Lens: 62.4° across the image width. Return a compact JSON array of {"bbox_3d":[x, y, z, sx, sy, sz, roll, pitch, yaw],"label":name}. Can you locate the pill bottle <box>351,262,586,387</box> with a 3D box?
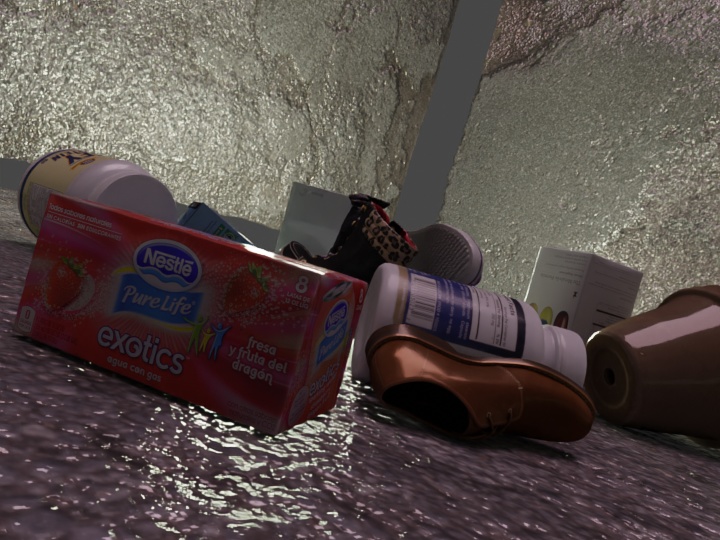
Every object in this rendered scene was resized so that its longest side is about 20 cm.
[{"bbox_3d":[0.099,0.071,0.553,0.198,0.112,0.111,16,1,-6],"label":"pill bottle"}]

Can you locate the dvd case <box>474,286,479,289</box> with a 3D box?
[{"bbox_3d":[0.123,0.042,1.032,0.017,0.143,0.200,-33,51,-31],"label":"dvd case"}]

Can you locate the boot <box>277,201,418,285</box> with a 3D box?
[{"bbox_3d":[-0.020,-0.015,0.717,0.073,0.151,0.200,32,14,-33],"label":"boot"}]

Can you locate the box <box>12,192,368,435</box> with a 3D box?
[{"bbox_3d":[-0.108,0.023,0.397,0.199,0.095,0.103,16,0,18],"label":"box"}]

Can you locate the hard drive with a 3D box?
[{"bbox_3d":[-0.077,-0.037,1.008,0.131,0.202,0.026,16,2,9],"label":"hard drive"}]

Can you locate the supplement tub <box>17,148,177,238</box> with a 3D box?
[{"bbox_3d":[-0.360,-0.084,0.816,0.199,0.146,0.145,16,1,37],"label":"supplement tub"}]

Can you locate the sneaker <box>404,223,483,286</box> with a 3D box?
[{"bbox_3d":[0.119,-0.010,0.732,0.114,0.073,0.200,18,2,-21],"label":"sneaker"}]

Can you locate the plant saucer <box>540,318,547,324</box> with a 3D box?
[{"bbox_3d":[0.127,0.038,0.719,0.199,0.019,0.070,17,3,33],"label":"plant saucer"}]

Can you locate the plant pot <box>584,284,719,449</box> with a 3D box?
[{"bbox_3d":[0.378,0.124,0.732,0.173,0.202,0.200,-4,6,-13],"label":"plant pot"}]

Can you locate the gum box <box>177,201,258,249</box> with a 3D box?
[{"bbox_3d":[-0.162,-0.015,0.830,0.200,0.045,0.170,41,-8,-20],"label":"gum box"}]

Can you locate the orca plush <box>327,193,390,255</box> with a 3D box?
[{"bbox_3d":[0.000,0.000,0.821,0.071,0.201,0.105,33,14,36],"label":"orca plush"}]

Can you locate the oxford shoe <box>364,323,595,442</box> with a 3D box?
[{"bbox_3d":[0.097,0.107,0.463,0.198,0.072,0.071,16,29,-10],"label":"oxford shoe"}]

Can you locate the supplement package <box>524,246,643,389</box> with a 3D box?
[{"bbox_3d":[0.315,0.079,0.885,0.109,0.202,0.114,16,0,-25],"label":"supplement package"}]

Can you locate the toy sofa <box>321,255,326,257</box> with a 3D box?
[{"bbox_3d":[0.022,0.014,0.942,0.198,0.099,0.083,-7,2,2],"label":"toy sofa"}]
